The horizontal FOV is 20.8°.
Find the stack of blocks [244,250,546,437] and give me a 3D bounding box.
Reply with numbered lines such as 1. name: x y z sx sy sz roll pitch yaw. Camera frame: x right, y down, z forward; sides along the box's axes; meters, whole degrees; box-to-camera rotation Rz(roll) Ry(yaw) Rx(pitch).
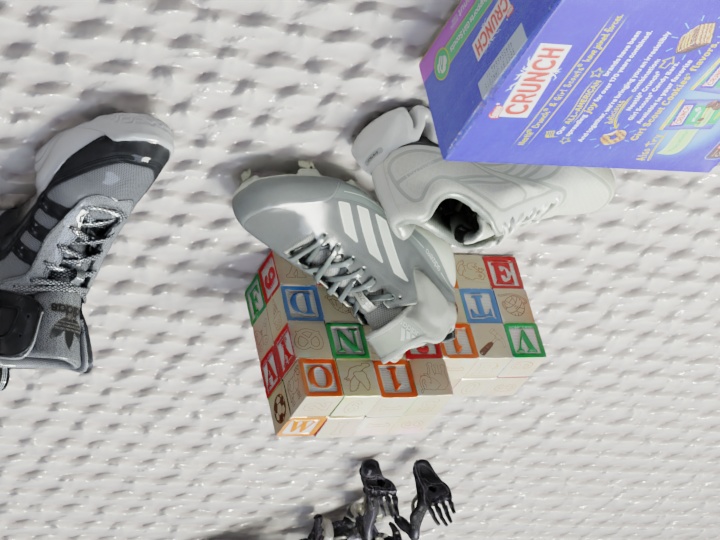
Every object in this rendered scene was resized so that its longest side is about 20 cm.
1. stack of blocks: 0.028 0.051 1.382 0.198 0.116 0.059 1 148 -27

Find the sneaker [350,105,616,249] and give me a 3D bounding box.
1. sneaker: 0.087 -0.049 1.270 0.199 0.082 0.075 4 145 -33

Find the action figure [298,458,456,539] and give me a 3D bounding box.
1. action figure: 0.006 0.247 1.733 0.118 0.103 0.200 6 145 -19

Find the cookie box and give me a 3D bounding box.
1. cookie box: 0.160 -0.137 1.151 0.198 0.076 0.171 1 148 -28

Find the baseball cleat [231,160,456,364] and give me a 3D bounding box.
1. baseball cleat: 0.000 0.000 1.286 0.199 0.107 0.070 18 143 -42

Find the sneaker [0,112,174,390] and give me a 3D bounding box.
1. sneaker: -0.174 -0.004 1.186 0.075 0.115 0.200 15 140 -43
